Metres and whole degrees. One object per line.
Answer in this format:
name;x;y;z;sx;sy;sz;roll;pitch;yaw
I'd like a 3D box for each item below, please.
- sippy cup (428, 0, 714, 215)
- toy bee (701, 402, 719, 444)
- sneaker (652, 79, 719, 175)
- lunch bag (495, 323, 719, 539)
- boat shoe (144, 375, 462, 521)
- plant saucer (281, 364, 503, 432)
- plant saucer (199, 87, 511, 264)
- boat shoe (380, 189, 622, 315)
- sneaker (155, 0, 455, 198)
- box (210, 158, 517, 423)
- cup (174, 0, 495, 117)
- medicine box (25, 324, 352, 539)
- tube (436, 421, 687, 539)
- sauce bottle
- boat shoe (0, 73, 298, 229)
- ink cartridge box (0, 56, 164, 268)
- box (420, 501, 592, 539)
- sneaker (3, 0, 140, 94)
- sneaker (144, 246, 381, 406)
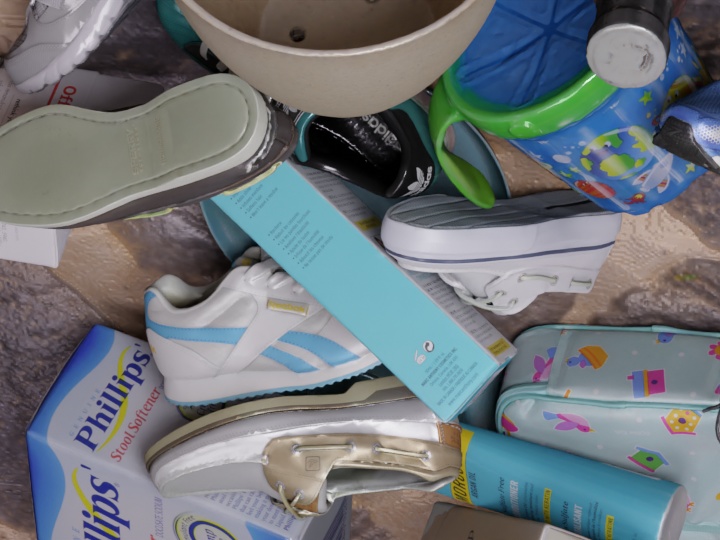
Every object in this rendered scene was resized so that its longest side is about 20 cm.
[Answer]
sippy cup;0.135;-0.104;1.454;0.177;0.140;0.130;-4;146;42
toy bee;0.261;-0.006;1.543;0.200;0.109;0.131;-38;109;11
sneaker;0.231;-0.109;1.400;0.078;0.199;0.090;27;127;36
lunch bag;0.193;0.115;1.672;0.199;0.077;0.161;4;134;18
boat shoe;-0.035;0.117;1.608;0.199;0.069;0.075;-13;160;3
plant saucer;-0.003;0.081;1.729;0.199;0.028;0.201;7;132;8
plant saucer;-0.002;-0.049;1.595;0.199;0.027;0.201;8;130;10
boat shoe;0.086;-0.005;1.515;0.073;0.199;0.067;22;108;41
sneaker;-0.037;-0.111;1.489;0.199;0.080;0.072;33;113;3
box;0.000;0.000;1.516;0.200;0.082;0.049;43;100;6
cup;-0.011;-0.162;1.402;0.199;0.201;0.144;8;152;7
medicine box;-0.112;0.157;1.739;0.199;0.103;0.183;20;143;13
tube;0.107;0.133;1.641;0.199;0.050;0.078;15;134;24
sauce bottle;0.148;-0.170;1.328;0.066;0.201;0.066;6;135;6
boat shoe;-0.131;-0.060;1.470;0.200;0.072;0.060;-11;164;26
ink cartridge box;-0.227;-0.070;1.580;0.199;0.116;0.068;9;135;7
box;0.098;0.207;1.646;0.077;0.096;0.200;22;171;-17
sneaker;-0.159;-0.186;1.498;0.082;0.075;0.200;38;125;-3
sneaker;-0.041;0.025;1.601;0.199;0.077;0.081;-13;107;16
